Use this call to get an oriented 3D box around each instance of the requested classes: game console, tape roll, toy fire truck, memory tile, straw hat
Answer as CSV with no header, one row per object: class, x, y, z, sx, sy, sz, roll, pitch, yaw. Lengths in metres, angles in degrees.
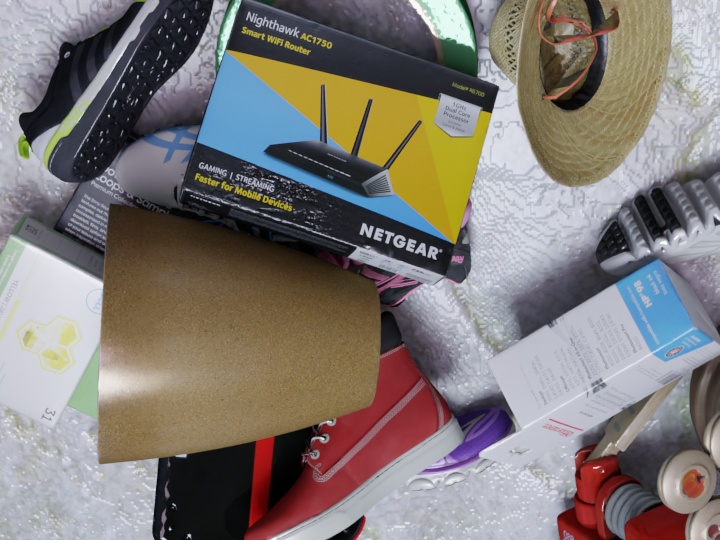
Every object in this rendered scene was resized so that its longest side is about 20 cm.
game console,-0.074,0.126,1.268,0.175,0.031,0.202,5,89,-15
tape roll,-0.010,-0.160,1.197,0.198,0.048,0.202,1,115,1
toy fire truck,0.240,0.191,1.296,0.128,0.176,0.202,-18,110,-20
memory tile,0.323,0.187,1.228,0.153,0.017,0.201,-38,112,-14
straw hat,0.143,-0.168,1.164,0.085,0.200,0.203,19,123,39

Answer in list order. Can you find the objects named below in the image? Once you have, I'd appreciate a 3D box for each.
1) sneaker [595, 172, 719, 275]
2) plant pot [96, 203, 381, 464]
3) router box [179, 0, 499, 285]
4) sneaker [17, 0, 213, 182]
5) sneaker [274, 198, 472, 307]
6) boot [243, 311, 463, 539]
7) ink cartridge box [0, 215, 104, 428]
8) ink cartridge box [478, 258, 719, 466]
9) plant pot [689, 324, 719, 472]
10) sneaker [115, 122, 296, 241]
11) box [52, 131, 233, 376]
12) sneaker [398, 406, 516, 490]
sneaker,0.283,-0.036,1.237,0.199,0.075,0.081,-24,124,15
plant pot,-0.089,0.049,1.150,0.198,0.187,0.188,2,116,-8
router box,-0.016,-0.091,1.135,0.198,0.051,0.150,18,79,-7
sneaker,-0.194,-0.161,1.189,0.083,0.072,0.201,39,95,22
sneaker,0.000,0.000,1.258,0.198,0.079,0.096,-16,129,2
boot,-0.032,0.123,1.230,0.199,0.072,0.145,-35,99,-20
ink cartridge box,-0.217,0.064,1.273,0.199,0.048,0.146,28,113,-9
ink cartridge box,0.181,0.078,1.259,0.199,0.116,0.067,-32,68,16
plant pot,0.376,0.118,1.292,0.199,0.093,0.203,1,114,2
sneaker,-0.093,-0.060,1.187,0.198,0.073,0.072,10,131,7
box,-0.186,-0.003,1.284,0.142,0.036,0.201,29,114,-12
sneaker,0.031,0.139,1.324,0.198,0.081,0.084,-9,103,2
